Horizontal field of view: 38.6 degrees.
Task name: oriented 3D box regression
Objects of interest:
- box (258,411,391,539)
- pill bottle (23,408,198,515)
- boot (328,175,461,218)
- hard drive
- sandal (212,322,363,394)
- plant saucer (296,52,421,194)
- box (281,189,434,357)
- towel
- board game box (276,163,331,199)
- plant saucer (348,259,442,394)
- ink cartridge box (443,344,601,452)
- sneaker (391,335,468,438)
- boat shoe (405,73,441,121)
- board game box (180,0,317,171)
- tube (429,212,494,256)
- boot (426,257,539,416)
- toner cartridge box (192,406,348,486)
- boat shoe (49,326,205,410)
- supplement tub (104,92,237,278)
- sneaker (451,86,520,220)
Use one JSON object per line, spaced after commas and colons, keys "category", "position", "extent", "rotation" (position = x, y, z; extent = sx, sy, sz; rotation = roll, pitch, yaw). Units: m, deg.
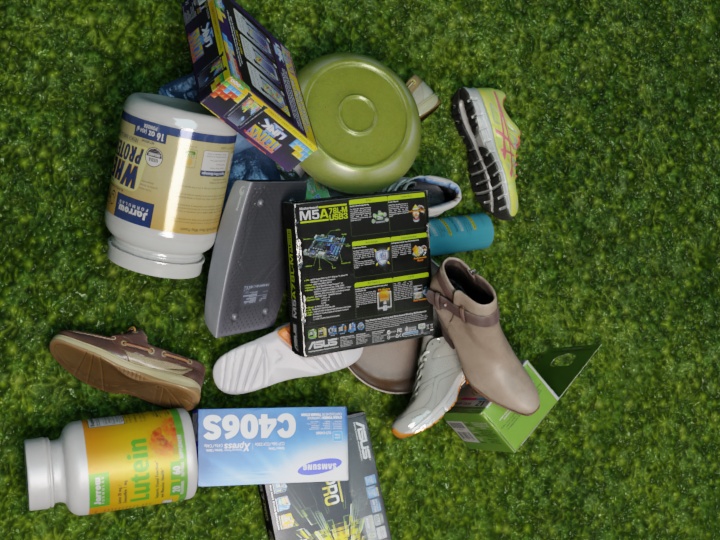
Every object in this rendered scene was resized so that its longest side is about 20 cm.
{"category": "box", "position": [-0.052, 0.305, 1.370], "extent": [0.158, 0.049, 0.204], "rotation": [-10, 86, -21]}
{"category": "pill bottle", "position": [-0.304, 0.235, 1.250], "extent": [0.196, 0.111, 0.114], "rotation": [-5, 86, -20]}
{"category": "boot", "position": [0.040, -0.108, 1.418], "extent": [0.196, 0.095, 0.075], "rotation": [-3, 86, -19]}
{"category": "hard drive", "position": [-0.137, -0.021, 1.314], "extent": [0.134, 0.042, 0.204], "rotation": [-9, 117, -57]}
{"category": "sandal", "position": [-0.099, 0.106, 1.368], "extent": [0.203, 0.059, 0.081], "rotation": [-15, 96, -8]}
{"category": "plant saucer", "position": [-0.007, -0.204, 1.376], "extent": [0.196, 0.031, 0.204], "rotation": [4, 76, -15]}
{"category": "box", "position": [0.000, 0.000, 1.329], "extent": [0.196, 0.047, 0.198], "rotation": [-8, 97, -27]}
{"category": "towel", "position": [-0.182, -0.170, 1.354], "extent": [0.110, 0.049, 0.203], "rotation": [-22, 92, -2]}
{"category": "board game box", "position": [-0.101, -0.127, 1.391], "extent": [0.103, 0.023, 0.204], "rotation": [-18, 92, -2]}
{"category": "plant saucer", "position": [0.048, 0.070, 1.440], "extent": [0.196, 0.032, 0.205], "rotation": [2, 85, -20]}
{"category": "ink cartridge box", "position": [0.220, 0.153, 1.434], "extent": [0.076, 0.147, 0.200], "rotation": [46, 71, -9]}
{"category": "sneaker", "position": [0.098, 0.142, 1.405], "extent": [0.092, 0.076, 0.200], "rotation": [48, 63, -2]}
{"category": "boat shoe", "position": [0.022, -0.207, 1.441], "extent": [0.199, 0.074, 0.067], "rotation": [-36, 89, -25]}
{"category": "board game box", "position": [-0.140, -0.244, 1.287], "extent": [0.165, 0.056, 0.202], "rotation": [38, 27, -44]}
{"category": "tube", "position": [0.095, -0.046, 1.444], "extent": [0.197, 0.078, 0.051], "rotation": [-9, 129, -29]}
{"category": "boot", "position": [0.158, 0.079, 1.307], "extent": [0.070, 0.147, 0.200], "rotation": [-36, 60, -23]}
{"category": "toner cartridge box", "position": [-0.114, 0.223, 1.312], "extent": [0.196, 0.043, 0.097], "rotation": [1, 83, -19]}
{"category": "boat shoe", "position": [-0.290, 0.111, 1.299], "extent": [0.196, 0.073, 0.073], "rotation": [19, 48, -7]}
{"category": "supplement tub", "position": [-0.237, -0.105, 1.268], "extent": [0.142, 0.144, 0.204], "rotation": [9, 103, -19]}
{"category": "sneaker", "position": [0.204, -0.175, 1.499], "extent": [0.089, 0.078, 0.204], "rotation": [-15, 92, -28]}
